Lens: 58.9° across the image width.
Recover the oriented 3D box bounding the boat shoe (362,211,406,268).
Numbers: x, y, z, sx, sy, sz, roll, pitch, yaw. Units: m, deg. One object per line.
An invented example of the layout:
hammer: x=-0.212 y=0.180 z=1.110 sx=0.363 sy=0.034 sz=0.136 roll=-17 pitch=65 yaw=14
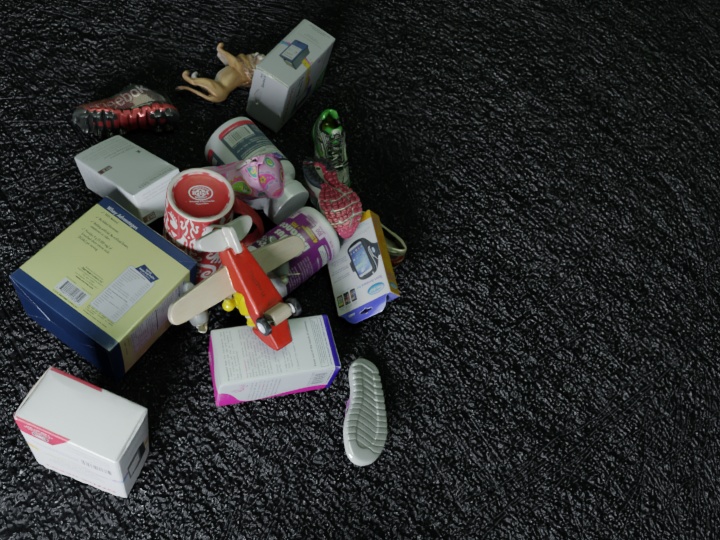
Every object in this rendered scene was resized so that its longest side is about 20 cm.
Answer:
boat shoe: x=0.009 y=-0.084 z=1.281 sx=0.200 sy=0.063 sz=0.071 roll=40 pitch=60 yaw=10

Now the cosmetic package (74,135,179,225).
cosmetic package: x=-0.413 y=-0.166 z=1.151 sx=0.199 sy=0.074 sz=0.102 roll=27 pitch=52 yaw=32

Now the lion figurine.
lion figurine: x=-0.291 y=-0.415 z=1.386 sx=0.122 sy=0.072 sz=0.200 roll=43 pitch=72 yaw=-5

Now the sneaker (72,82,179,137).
sneaker: x=-0.468 y=-0.322 z=1.268 sx=0.199 sy=0.071 sz=0.098 roll=-11 pitch=65 yaw=-25

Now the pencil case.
pencil case: x=-0.230 y=-0.159 z=1.150 sx=0.199 sy=0.088 sz=0.088 roll=-6 pitch=51 yaw=31

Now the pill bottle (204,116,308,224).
pill bottle: x=-0.198 y=-0.190 z=1.245 sx=0.119 sy=0.120 sz=0.200 roll=-35 pitch=76 yaw=-30

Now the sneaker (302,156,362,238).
sneaker: x=-0.055 y=-0.135 z=1.235 sx=0.080 sy=0.075 sz=0.200 roll=-12 pitch=51 yaw=-17

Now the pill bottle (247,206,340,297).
pill bottle: x=-0.143 y=-0.019 z=1.161 sx=0.200 sy=0.112 sz=0.112 roll=-40 pitch=78 yaw=-22

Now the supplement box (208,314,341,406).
supplement box: x=-0.148 y=0.151 z=1.073 sx=0.199 sy=0.101 sz=0.104 roll=-7 pitch=63 yaw=-21

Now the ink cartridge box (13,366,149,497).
ink cartridge box: x=-0.380 y=0.233 z=0.896 sx=0.147 sy=0.200 sz=0.086 roll=24 pitch=56 yaw=-2

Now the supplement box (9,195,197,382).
supplement box: x=-0.408 y=0.029 z=1.044 sx=0.200 sy=0.134 sz=0.200 roll=35 pitch=57 yaw=5

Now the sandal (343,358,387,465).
sandal: x=0.004 y=0.247 z=1.099 sx=0.082 sy=0.050 sz=0.203 roll=26 pitch=43 yaw=-19

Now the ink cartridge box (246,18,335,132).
ink cartridge box: x=-0.151 y=-0.418 z=1.375 sx=0.087 sy=0.145 sz=0.200 roll=34 pitch=56 yaw=2

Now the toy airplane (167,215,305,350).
toy airplane: x=-0.191 y=0.015 z=1.013 sx=0.199 sy=0.141 sz=0.200 roll=17 pitch=68 yaw=-25

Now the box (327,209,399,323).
box: x=0.000 y=0.000 z=1.199 sx=0.041 sy=0.119 sz=0.201 roll=23 pitch=47 yaw=-53

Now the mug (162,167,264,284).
mug: x=-0.266 y=-0.086 z=1.115 sx=0.133 sy=0.200 sz=0.177 roll=45 pitch=59 yaw=12

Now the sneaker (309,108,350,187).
sneaker: x=-0.065 y=-0.251 z=1.341 sx=0.078 sy=0.085 sz=0.201 roll=-5 pitch=63 yaw=-20
